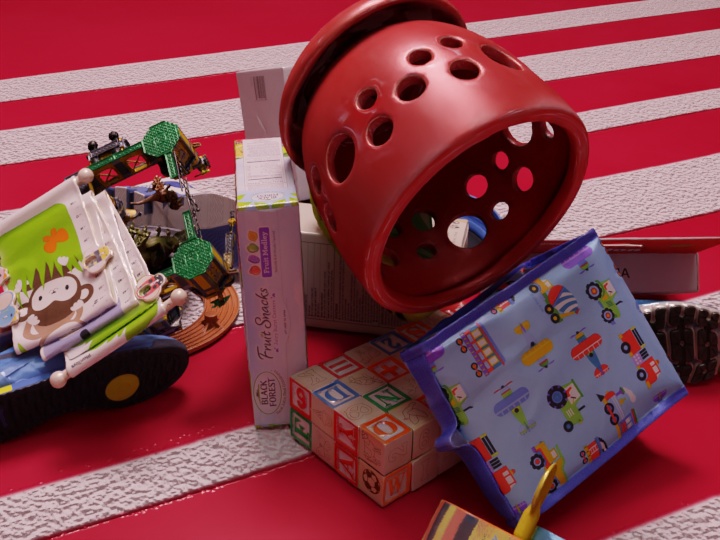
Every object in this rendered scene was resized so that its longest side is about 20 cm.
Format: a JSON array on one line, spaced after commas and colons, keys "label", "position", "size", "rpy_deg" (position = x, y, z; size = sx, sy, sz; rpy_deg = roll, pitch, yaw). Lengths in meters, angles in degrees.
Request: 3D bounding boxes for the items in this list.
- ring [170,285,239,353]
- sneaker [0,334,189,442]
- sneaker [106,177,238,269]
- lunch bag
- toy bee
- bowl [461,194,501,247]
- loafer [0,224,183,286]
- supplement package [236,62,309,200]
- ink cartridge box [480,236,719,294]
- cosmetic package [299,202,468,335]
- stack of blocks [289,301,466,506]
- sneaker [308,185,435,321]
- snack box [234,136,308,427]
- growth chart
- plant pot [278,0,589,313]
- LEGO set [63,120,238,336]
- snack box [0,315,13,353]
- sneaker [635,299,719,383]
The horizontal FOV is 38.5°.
[{"label": "ring", "position": [-0.218, 0.032, 1.011], "size": [0.198, 0.019, 0.201], "rpy_deg": [1, 27, -1]}, {"label": "sneaker", "position": [-0.245, 0.080, 0.861], "size": [0.198, 0.066, 0.079], "rpy_deg": [-15, 42, -23]}, {"label": "sneaker", "position": [-0.183, -0.062, 1.110], "size": [0.197, 0.081, 0.115], "rpy_deg": [11, 17, 5]}, {"label": "lunch bag", "position": [0.131, 0.085, 0.785], "size": [0.199, 0.151, 0.094], "rpy_deg": [-31, 0, -36]}, {"label": "toy bee", "position": [0.107, 0.180, 0.628], "size": [0.198, 0.109, 0.132], "rpy_deg": [-6, 59, 34]}, {"label": "bowl", "position": [0.057, -0.038, 1.130], "size": [0.198, 0.040, 0.201], "rpy_deg": [1, 28, 0]}, {"label": "loafer", "position": [-0.260, -0.015, 1.005], "size": [0.198, 0.069, 0.070], "rpy_deg": [2, 20, -6]}, {"label": "supplement package", "position": [-0.022, -0.178, 1.234], "size": [0.198, 0.152, 0.151], "rpy_deg": [-13, 13, -25]}, {"label": "ink cartridge box", "position": [0.222, -0.001, 0.976], "size": [0.198, 0.045, 0.176], "rpy_deg": [0, -4, -2]}, {"label": "cosmetic package", "position": [0.000, 0.000, 0.991], "size": [0.198, 0.104, 0.073], "rpy_deg": [8, 27, 9]}, {"label": "stack of blocks", "position": [0.054, 0.101, 0.849], "size": [0.199, 0.059, 0.115], "rpy_deg": [-22, 36, -37]}, {"label": "sneaker", "position": [0.018, -0.044, 0.913], "size": [0.083, 0.074, 0.201], "rpy_deg": [-25, 67, -26]}, {"label": "snack box", "position": [-0.075, 0.007, 0.866], "size": [0.052, 0.202, 0.143], "rpy_deg": [-4, 28, -5]}, {"label": "growth chart", "position": [-0.241, 0.004, 0.847], "size": [0.144, 0.018, 0.200], "rpy_deg": [-38, 56, -4]}, {"label": "plant pot", "position": [0.043, -0.096, 0.791], "size": [0.199, 0.201, 0.183], "rpy_deg": [-18, 53, -31]}, {"label": "LEGO set", "position": [-0.178, -0.020, 0.919], "size": [0.153, 0.116, 0.201], "rpy_deg": [-30, 58, 1]}, {"label": "snack box", "position": [-0.366, 0.086, 0.844], "size": [0.199, 0.072, 0.024], "rpy_deg": [-19, 57, -33]}, {"label": "sneaker", "position": [0.245, 0.046, 0.943], "size": [0.198, 0.079, 0.090], "rpy_deg": [5, 25, 6]}]
